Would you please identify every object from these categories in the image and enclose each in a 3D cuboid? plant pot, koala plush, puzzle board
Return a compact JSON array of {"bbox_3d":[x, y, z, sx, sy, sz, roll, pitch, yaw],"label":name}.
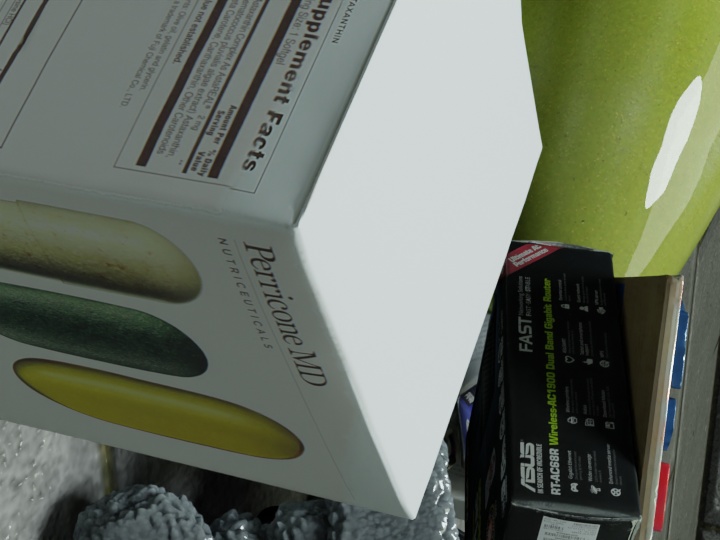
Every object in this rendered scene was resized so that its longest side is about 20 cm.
[{"bbox_3d":[0.144,-0.062,0.868,0.187,0.186,0.202,48,58,-65],"label":"plant pot"},{"bbox_3d":[-0.029,0.181,0.684,0.200,0.176,0.185,110,-37,-76],"label":"koala plush"},{"bbox_3d":[0.132,0.103,0.711,0.151,0.017,0.202,60,38,-89],"label":"puzzle board"}]

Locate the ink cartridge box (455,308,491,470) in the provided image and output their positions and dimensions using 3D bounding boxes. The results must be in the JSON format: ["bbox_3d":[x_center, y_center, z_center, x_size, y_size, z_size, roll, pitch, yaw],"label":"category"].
[{"bbox_3d":[0.083,0.047,0.971,0.200,0.040,0.202,49,28,-70],"label":"ink cartridge box"}]

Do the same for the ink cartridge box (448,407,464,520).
[{"bbox_3d":[0.137,0.099,1.102,0.083,0.144,0.202,90,17,-71],"label":"ink cartridge box"}]

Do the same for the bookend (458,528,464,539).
[{"bbox_3d":[0.058,0.243,0.821,0.200,0.092,0.200,-58,177,-18],"label":"bookend"}]

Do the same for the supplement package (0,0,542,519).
[{"bbox_3d":[-0.065,-0.043,0.438,0.152,0.198,0.152,70,36,-52],"label":"supplement package"}]

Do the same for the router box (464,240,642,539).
[{"bbox_3d":[0.092,0.103,0.736,0.201,0.061,0.151,-83,179,-52],"label":"router box"}]

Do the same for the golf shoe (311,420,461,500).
[{"bbox_3d":[0.028,0.086,0.911,0.077,0.087,0.202,6,93,-68],"label":"golf shoe"}]
